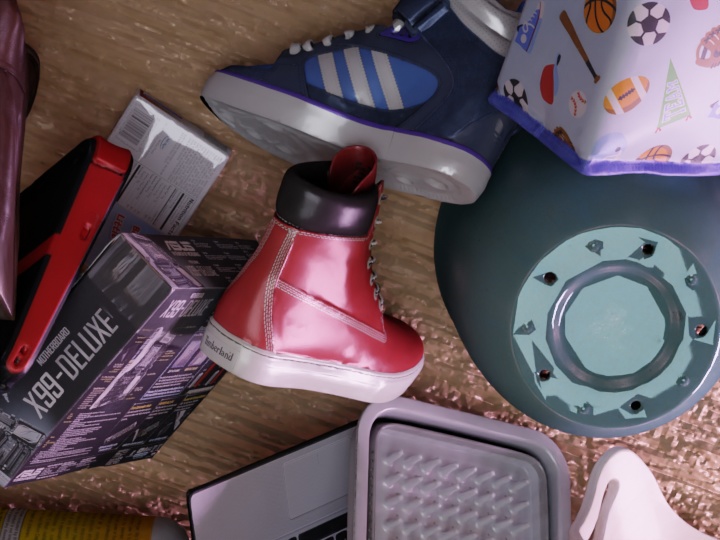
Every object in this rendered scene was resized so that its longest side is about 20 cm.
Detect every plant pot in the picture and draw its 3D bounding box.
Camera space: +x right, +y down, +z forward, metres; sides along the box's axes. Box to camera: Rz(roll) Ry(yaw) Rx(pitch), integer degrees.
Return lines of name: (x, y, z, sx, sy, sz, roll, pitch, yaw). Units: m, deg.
plant pot: (0.146, 0.010, 1.194, 0.198, 0.161, 0.203, 0, 108, 0)

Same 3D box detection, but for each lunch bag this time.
lunch bag: (0.193, -0.149, 1.129, 0.198, 0.124, 0.171, -1, 121, -34)

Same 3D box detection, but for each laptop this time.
laptop: (0.007, 0.214, 1.234, 0.186, 0.115, 0.202, -19, 111, -37)

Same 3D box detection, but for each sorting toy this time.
sorting toy: (0.180, 0.216, 1.253, 0.106, 0.200, 0.181, -12, 113, 27)

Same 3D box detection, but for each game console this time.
game console: (-0.211, 0.020, 1.157, 0.031, 0.178, 0.200, 32, 144, -21)

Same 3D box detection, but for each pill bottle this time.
pill bottle: (-0.172, 0.216, 1.283, 0.198, 0.113, 0.114, 4, 108, -2)

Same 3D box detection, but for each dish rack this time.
dish rack: (0.058, 0.191, 1.243, 0.170, 0.043, 0.202, 15, 64, -28)

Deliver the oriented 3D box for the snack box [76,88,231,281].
snack box: (-0.165, -0.014, 1.257, 0.072, 0.024, 0.201, 32, 105, -10)

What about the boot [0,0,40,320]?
boot: (-0.216, -0.049, 1.125, 0.063, 0.187, 0.202, -4, 68, -5)

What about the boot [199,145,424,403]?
boot: (0.000, 0.000, 1.189, 0.072, 0.199, 0.145, 31, 101, 30)

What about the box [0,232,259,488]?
box: (-0.136, 0.051, 1.187, 0.050, 0.200, 0.158, 45, 104, 14)

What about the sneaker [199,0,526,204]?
sneaker: (0.014, -0.133, 1.205, 0.198, 0.081, 0.148, 17, 75, 22)
